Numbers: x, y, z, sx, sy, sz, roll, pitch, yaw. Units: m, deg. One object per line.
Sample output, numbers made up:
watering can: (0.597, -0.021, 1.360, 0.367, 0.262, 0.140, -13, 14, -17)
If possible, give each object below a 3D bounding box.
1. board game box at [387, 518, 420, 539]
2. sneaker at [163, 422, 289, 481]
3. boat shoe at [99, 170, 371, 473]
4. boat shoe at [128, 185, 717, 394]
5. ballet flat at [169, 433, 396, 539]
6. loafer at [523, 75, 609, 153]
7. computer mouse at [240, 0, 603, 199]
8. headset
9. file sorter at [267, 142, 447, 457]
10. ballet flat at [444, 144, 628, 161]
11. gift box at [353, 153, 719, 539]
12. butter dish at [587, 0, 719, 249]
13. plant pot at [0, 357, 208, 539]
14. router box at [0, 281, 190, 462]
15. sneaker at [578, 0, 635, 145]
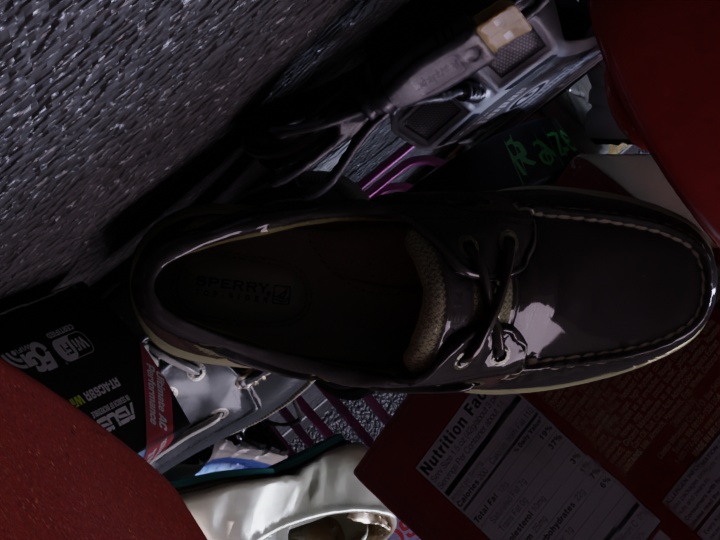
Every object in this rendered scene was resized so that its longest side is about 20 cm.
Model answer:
board game box: (0.067, 0.107, 1.024, 0.200, 0.041, 0.199, -41, 176, 14)
sneaker: (-0.101, 0.088, 0.879, 0.089, 0.079, 0.200, -44, 166, 13)
boat shoe: (-0.074, 0.039, 0.667, 0.199, 0.073, 0.062, -37, 180, 20)
boat shoe: (0.022, 0.011, 0.606, 0.197, 0.074, 0.065, -3, -173, -2)
ballet flat: (-0.044, 0.113, 0.795, 0.069, 0.070, 0.199, -42, 163, 26)
loafer: (0.074, -0.071, 0.849, 0.063, 0.072, 0.200, -33, 180, 15)
computer mouse: (0.036, -0.075, 0.652, 0.109, 0.044, 0.200, -38, 174, 19)
headset: (0.000, 0.000, 0.740, 0.200, 0.094, 0.123, -43, 167, 27)
file sorter: (0.018, 0.030, 0.957, 0.139, 0.126, 0.200, -38, 175, -19)
ballet flat: (0.111, -0.085, 1.039, 0.200, 0.071, 0.071, -43, 174, 31)
gift box: (0.137, 0.075, 0.749, 0.185, 0.200, 0.186, -51, 163, 20)
butter dish: (0.148, -0.081, 0.643, 0.147, 0.200, 0.200, -22, -161, 46)
plant pot: (-0.095, 0.134, 0.381, 0.200, 0.201, 0.176, -41, 161, 16)
router box: (-0.162, 0.098, 0.567, 0.200, 0.062, 0.150, -42, 173, 23)
sneaker: (0.180, -0.110, 0.742, 0.198, 0.081, 0.074, -14, -175, -4)
